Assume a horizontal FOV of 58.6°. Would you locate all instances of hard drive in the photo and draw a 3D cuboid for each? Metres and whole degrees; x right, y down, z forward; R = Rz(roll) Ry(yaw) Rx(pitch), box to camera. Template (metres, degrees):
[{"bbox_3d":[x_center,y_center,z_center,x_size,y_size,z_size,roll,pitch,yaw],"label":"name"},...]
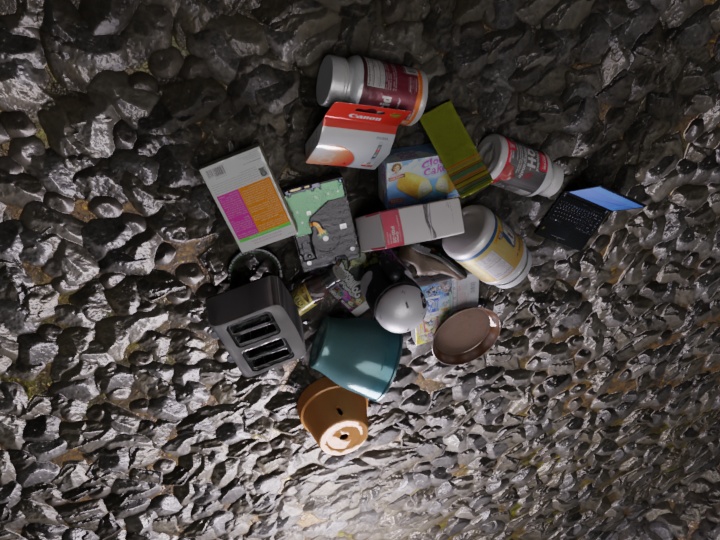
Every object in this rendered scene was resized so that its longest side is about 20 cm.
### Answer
[{"bbox_3d":[-0.086,-0.105,1.426,0.139,0.038,0.200,-16,119,-4],"label":"hard drive"}]

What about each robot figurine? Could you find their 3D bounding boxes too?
[{"bbox_3d":[0.075,0.054,1.470,0.150,0.200,0.125,30,106,-34],"label":"robot figurine"}]

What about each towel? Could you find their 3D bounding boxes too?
[{"bbox_3d":[0.207,-0.261,1.381,0.086,0.018,0.200,-29,93,-13],"label":"towel"}]

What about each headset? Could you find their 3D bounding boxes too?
[{"bbox_3d":[-0.243,0.036,1.485,0.123,0.094,0.200,-4,110,-12],"label":"headset"}]

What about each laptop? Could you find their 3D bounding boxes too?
[{"bbox_3d":[0.583,-0.129,1.632,0.177,0.103,0.200,16,117,-28],"label":"laptop"}]

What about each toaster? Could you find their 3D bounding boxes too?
[{"bbox_3d":[-0.220,0.121,1.418,0.200,0.119,0.181,-20,129,1],"label":"toaster"}]

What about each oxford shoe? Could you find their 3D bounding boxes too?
[{"bbox_3d":[0.175,-0.019,1.587,0.200,0.073,0.084,27,114,-20],"label":"oxford shoe"}]

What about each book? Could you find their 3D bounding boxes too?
[{"bbox_3d":[-0.230,-0.147,1.335,0.133,0.048,0.200,-20,116,4],"label":"book"}]

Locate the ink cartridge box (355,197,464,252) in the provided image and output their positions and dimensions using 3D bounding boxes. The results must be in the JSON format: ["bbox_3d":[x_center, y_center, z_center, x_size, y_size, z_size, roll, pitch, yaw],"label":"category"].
[{"bbox_3d":[0.109,-0.101,1.429,0.200,0.146,0.083,-12,92,-22],"label":"ink cartridge box"}]

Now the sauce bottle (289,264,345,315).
[{"bbox_3d":[-0.120,0.053,1.498,0.066,0.066,0.200,31,125,-34],"label":"sauce bottle"}]

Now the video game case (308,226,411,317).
[{"bbox_3d":[0.000,0.000,1.554,0.181,0.036,0.200,-39,127,7],"label":"video game case"}]

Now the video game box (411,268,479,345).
[{"bbox_3d":[0.220,0.092,1.692,0.182,0.047,0.200,-15,128,-13],"label":"video game box"}]

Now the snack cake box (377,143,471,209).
[{"bbox_3d":[0.142,-0.217,1.434,0.200,0.067,0.115,-12,127,-12],"label":"snack cake box"}]

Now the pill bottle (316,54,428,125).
[{"bbox_3d":[0.022,-0.356,1.263,0.200,0.114,0.114,4,122,-22],"label":"pill bottle"}]

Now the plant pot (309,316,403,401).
[{"bbox_3d":[-0.021,0.204,1.604,0.188,0.200,0.200,20,116,-13],"label":"plant pot"}]

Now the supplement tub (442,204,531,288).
[{"bbox_3d":[0.311,-0.054,1.560,0.200,0.145,0.145,33,108,-35],"label":"supplement tub"}]

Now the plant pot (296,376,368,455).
[{"bbox_3d":[-0.061,0.404,1.750,0.200,0.140,0.200,-10,126,-14],"label":"plant pot"}]

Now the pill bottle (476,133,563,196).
[{"bbox_3d":[0.366,-0.234,1.476,0.200,0.111,0.111,13,118,-27],"label":"pill bottle"}]

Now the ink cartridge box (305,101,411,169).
[{"bbox_3d":[-0.007,-0.264,1.286,0.162,0.200,0.050,2,78,-21],"label":"ink cartridge box"}]

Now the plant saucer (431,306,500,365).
[{"bbox_3d":[0.279,0.170,1.721,0.200,0.035,0.201,-10,128,-13],"label":"plant saucer"}]
